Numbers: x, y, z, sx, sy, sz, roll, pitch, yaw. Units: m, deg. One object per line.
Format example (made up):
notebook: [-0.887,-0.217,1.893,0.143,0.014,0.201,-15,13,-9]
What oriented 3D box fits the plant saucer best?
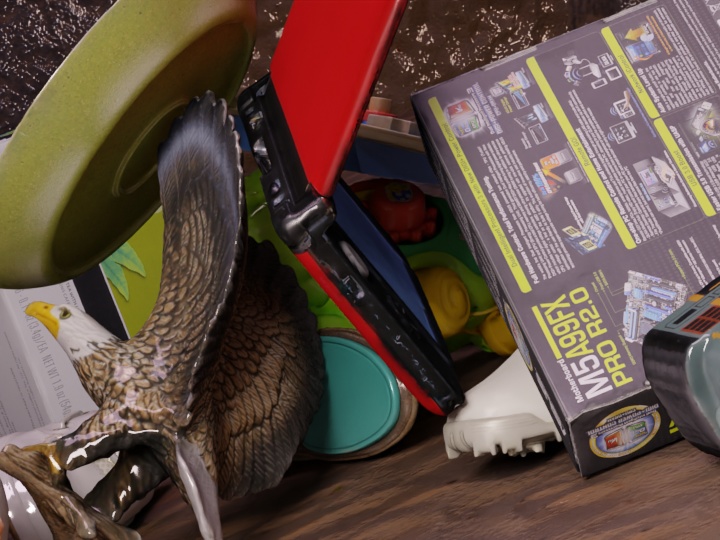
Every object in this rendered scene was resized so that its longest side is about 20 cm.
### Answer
plant saucer: [-0.107,-0.065,1.276,0.200,0.031,0.200,-50,-12,-14]

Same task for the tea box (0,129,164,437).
tea box: [-0.171,0.000,1.733,0.196,0.201,0.133,-27,8,-33]

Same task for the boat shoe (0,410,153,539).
boat shoe: [-0.138,0.102,1.393,0.069,0.071,0.200,-22,6,7]

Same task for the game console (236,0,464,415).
game console: [0.016,-0.060,1.212,0.119,0.173,0.200,-38,20,7]

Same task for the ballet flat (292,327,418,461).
ballet flat: [-0.018,0.068,1.385,0.072,0.068,0.200,-2,-11,-39]

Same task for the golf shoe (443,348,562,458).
golf shoe: [0.103,0.016,1.224,0.200,0.098,0.078,-28,11,-37]

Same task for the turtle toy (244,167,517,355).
turtle toy: [0.000,0.000,1.440,0.145,0.102,0.200,-16,-16,35]

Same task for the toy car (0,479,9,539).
toy car: [-0.227,0.099,1.200,0.199,0.177,0.184,-22,14,42]

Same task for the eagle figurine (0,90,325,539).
eagle figurine: [-0.083,0.039,1.240,0.200,0.151,0.152,-49,12,-22]

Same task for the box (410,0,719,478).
box: [0.128,-0.025,1.174,0.159,0.044,0.201,-23,50,-3]

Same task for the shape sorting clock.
shape sorting clock: [0.008,-0.070,1.416,0.199,0.039,0.200,10,3,-1]

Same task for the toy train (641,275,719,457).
toy train: [0.182,0.028,0.997,0.114,0.085,0.200,-36,13,-10]
